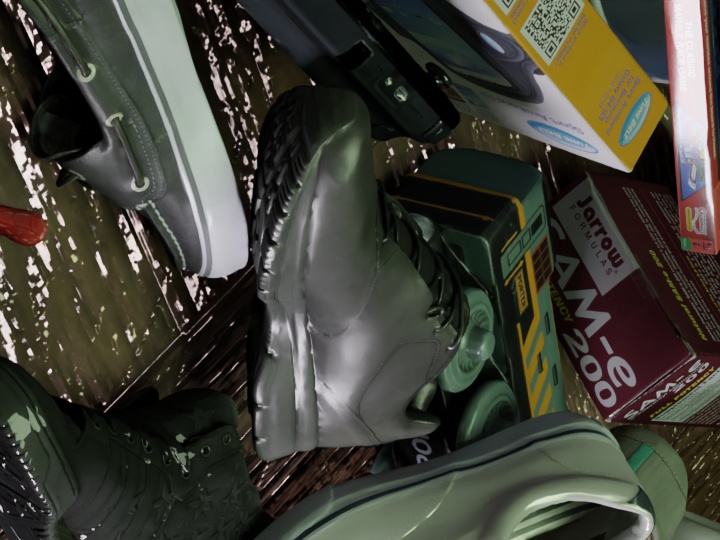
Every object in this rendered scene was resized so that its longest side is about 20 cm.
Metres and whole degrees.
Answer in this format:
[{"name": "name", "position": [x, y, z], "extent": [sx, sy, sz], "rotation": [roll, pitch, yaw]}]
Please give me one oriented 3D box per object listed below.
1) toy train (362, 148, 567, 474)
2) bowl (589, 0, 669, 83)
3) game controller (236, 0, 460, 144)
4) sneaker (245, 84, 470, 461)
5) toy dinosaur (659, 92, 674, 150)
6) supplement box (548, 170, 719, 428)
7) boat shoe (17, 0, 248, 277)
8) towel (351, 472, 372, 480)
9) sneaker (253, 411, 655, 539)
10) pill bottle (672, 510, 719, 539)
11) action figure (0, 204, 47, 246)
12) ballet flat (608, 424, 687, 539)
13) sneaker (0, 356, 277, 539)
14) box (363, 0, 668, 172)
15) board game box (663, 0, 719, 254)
[{"name": "toy train", "position": [0.048, 0.042, 1.134], "extent": [0.114, 0.085, 0.201], "rotation": [-50, 140, -37]}, {"name": "bowl", "position": [0.126, -0.190, 1.101], "extent": [0.201, 0.090, 0.202], "rotation": [-27, 128, -41]}, {"name": "game controller", "position": [-0.032, -0.117, 0.933], "extent": [0.042, 0.104, 0.200], "rotation": [-39, 141, 5]}, {"name": "sneaker", "position": [0.000, 0.000, 0.992], "extent": [0.200, 0.090, 0.076], "rotation": [94, -4, -53]}, {"name": "toy dinosaur", "position": [0.183, -0.060, 1.255], "extent": [0.101, 0.058, 0.200], "rotation": [48, 31, -32]}, {"name": "supplement box", "position": [0.168, 0.019, 1.235], "extent": [0.061, 0.109, 0.200], "rotation": [-41, 152, 27]}, {"name": "boat shoe", "position": [-0.092, -0.061, 0.923], "extent": [0.066, 0.070, 0.200], "rotation": [-23, 144, -7]}, {"name": "towel", "position": [-0.002, 0.205, 1.097], "extent": [0.144, 0.022, 0.201], "rotation": [-31, 95, -29]}, {"name": "sneaker", "position": [0.030, 0.121, 1.051], "extent": [0.199, 0.071, 0.073], "rotation": [-26, 123, -12]}, {"name": "pill bottle", "position": [0.149, 0.226, 1.320], "extent": [0.111, 0.111, 0.201], "rotation": [21, 91, -53]}, {"name": "action figure", "position": [-0.155, -0.051, 0.826], "extent": [0.065, 0.099, 0.200], "rotation": [-55, 139, -18]}, {"name": "ballet flat", "position": [0.102, 0.162, 1.205], "extent": [0.064, 0.067, 0.201], "rotation": [-41, 152, -50]}, {"name": "sneaker", "position": [-0.093, 0.075, 0.994], "extent": [0.104, 0.060, 0.200], "rotation": [-46, 143, -24]}, {"name": "box", "position": [0.042, -0.104, 1.017], "extent": [0.042, 0.119, 0.200], "rotation": [-59, 141, -11]}, {"name": "board game box", "position": [0.153, -0.118, 1.059], "extent": [0.103, 0.019, 0.201], "rotation": [-56, 146, -45]}]
